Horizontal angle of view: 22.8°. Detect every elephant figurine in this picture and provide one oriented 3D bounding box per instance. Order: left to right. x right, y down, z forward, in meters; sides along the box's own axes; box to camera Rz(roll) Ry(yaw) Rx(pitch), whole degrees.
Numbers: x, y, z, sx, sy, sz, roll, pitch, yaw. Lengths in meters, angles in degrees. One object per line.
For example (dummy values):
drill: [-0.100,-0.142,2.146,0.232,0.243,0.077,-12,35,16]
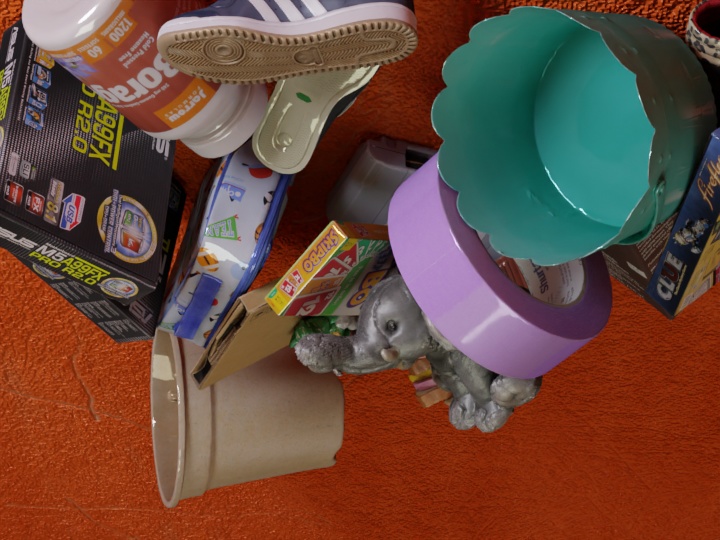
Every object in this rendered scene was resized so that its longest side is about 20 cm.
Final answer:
elephant figurine: [0.063,0.042,1.550,0.199,0.156,0.141,35,127,-24]

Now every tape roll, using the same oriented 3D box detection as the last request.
tape roll: [0.118,-0.012,1.482,0.199,0.201,0.066,26,132,-32]

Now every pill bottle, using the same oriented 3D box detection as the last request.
pill bottle: [-0.166,-0.176,1.428,0.112,0.113,0.200,-18,142,30]

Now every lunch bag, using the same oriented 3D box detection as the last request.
lunch bag: [-0.123,-0.022,1.619,0.075,0.161,0.200,20,146,-8]

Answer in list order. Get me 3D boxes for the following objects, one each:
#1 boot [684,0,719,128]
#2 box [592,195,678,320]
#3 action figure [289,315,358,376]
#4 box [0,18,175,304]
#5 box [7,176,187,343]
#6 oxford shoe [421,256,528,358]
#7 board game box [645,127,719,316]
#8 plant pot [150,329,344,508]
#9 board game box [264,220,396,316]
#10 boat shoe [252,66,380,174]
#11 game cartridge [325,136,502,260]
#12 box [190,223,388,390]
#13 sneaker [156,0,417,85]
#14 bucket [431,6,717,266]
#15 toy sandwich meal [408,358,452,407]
boot: [0.346,-0.151,1.464,0.202,0.074,0.154,2,145,-2]
box: [0.241,-0.050,1.589,0.075,0.100,0.200,-44,139,-6]
action figure: [-0.011,0.061,1.713,0.118,0.055,0.200,-37,163,23]
box: [-0.232,-0.093,1.469,0.160,0.201,0.044,28,142,-33]
box: [-0.236,-0.052,1.582,0.044,0.161,0.200,-8,146,28]
oxford shoe: [0.096,0.039,1.683,0.198,0.071,0.074,-20,171,-7]
board game box: [0.307,-0.064,1.428,0.135,0.035,0.201,-33,154,-29]
plant pot: [-0.118,0.145,1.883,0.182,0.202,0.201,-1,150,-15]
board game box: [0.000,0.000,1.590,0.096,0.030,0.200,-48,161,19]
boat shoe: [-0.026,-0.170,1.482,0.072,0.068,0.200,35,128,-3]
game cartridge: [0.075,-0.058,1.668,0.198,0.041,0.133,13,150,-16]
box: [-0.055,0.031,1.655,0.199,0.021,0.164,-27,165,-33]
sneaker: [-0.056,-0.209,1.367,0.198,0.109,0.070,-4,151,5]
bucket: [0.172,-0.109,1.403,0.207,0.209,0.134,-28,170,39]
toy sandwich meal: [0.138,0.059,1.749,0.205,0.205,0.070,-30,104,41]
